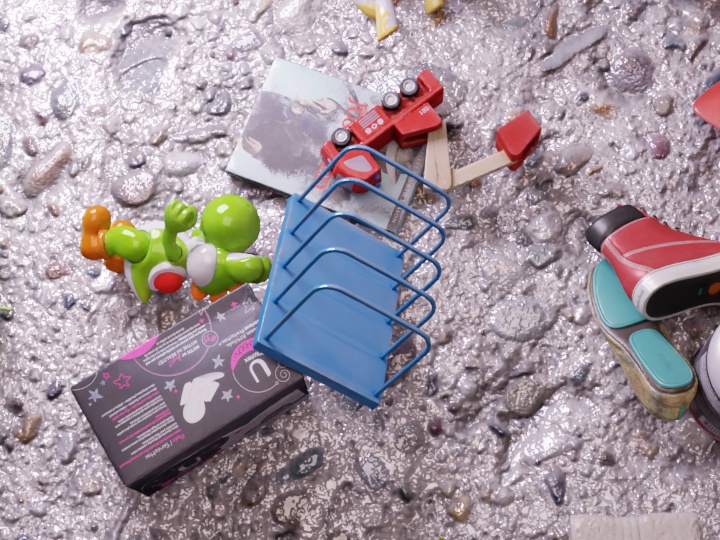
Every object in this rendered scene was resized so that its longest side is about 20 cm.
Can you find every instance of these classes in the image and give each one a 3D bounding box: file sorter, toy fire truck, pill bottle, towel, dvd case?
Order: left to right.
[{"bbox_3d":[-0.027,-0.135,1.483,0.199,0.022,0.147,21,77,7],"label":"dvd case"},{"bbox_3d":[0.000,0.000,1.327,0.138,0.123,0.201,28,46,-18],"label":"file sorter"},{"bbox_3d":[0.073,-0.130,1.441,0.200,0.049,0.141,-37,77,-7],"label":"toy fire truck"},{"bbox_3d":[0.273,0.335,1.328,0.132,0.034,0.201,-2,73,1],"label":"towel"},{"bbox_3d":[0.379,0.096,1.301,0.115,0.200,0.116,-1,74,3],"label":"pill bottle"}]

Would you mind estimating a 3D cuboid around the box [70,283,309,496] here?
[{"bbox_3d":[-0.162,0.123,1.361,0.199,0.132,0.115,-30,77,-6],"label":"box"}]

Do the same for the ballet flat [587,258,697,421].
[{"bbox_3d":[0.277,0.072,1.377,0.070,0.071,0.200,-20,44,-2],"label":"ballet flat"}]

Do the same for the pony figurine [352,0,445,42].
[{"bbox_3d":[0.037,-0.376,1.495,0.193,0.167,0.200,-33,90,2],"label":"pony figurine"}]

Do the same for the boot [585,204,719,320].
[{"bbox_3d":[0.337,-0.027,1.408,0.199,0.073,0.144,-7,41,-22],"label":"boot"}]

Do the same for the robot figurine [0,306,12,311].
[{"bbox_3d":[-0.457,0.005,1.420,0.200,0.116,0.176,38,68,12],"label":"robot figurine"}]

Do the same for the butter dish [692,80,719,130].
[{"bbox_3d":[0.480,-0.149,1.401,0.199,0.148,0.200,-36,34,-6],"label":"butter dish"}]

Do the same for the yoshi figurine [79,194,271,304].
[{"bbox_3d":[-0.179,-0.037,1.405,0.199,0.112,0.113,8,38,21],"label":"yoshi figurine"}]

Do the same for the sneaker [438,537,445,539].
[{"bbox_3d":[0.059,0.356,1.314,0.082,0.072,0.201,4,75,2],"label":"sneaker"}]
